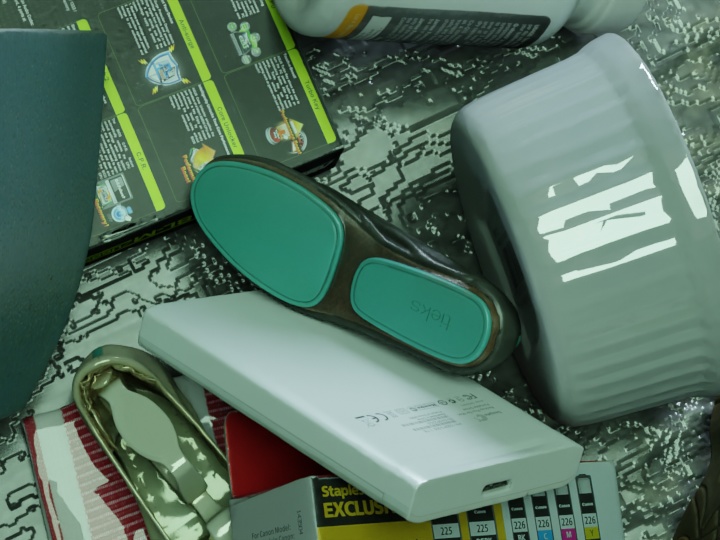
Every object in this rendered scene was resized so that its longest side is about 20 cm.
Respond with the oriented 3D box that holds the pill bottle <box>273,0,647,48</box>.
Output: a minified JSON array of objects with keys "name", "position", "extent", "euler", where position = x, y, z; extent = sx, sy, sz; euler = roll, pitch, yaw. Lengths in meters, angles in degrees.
[{"name":"pill bottle","position":[0.056,-0.182,1.431],"extent":[0.199,0.116,0.117],"euler":[1,77,-25]}]

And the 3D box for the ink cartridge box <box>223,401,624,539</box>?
[{"name":"ink cartridge box","position":[0.037,0.149,1.342],"extent":[0.199,0.084,0.177],"euler":[-1,78,-36]}]

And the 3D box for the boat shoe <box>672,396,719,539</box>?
[{"name":"boat shoe","position":[0.219,0.135,1.422],"extent":[0.067,0.072,0.202],"euler":[21,80,-19]}]

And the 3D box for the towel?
[{"name":"towel","position":[-0.070,0.124,1.404],"extent":[0.198,0.023,0.145],"euler":[-13,79,-12]}]

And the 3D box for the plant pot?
[{"name":"plant pot","position":[-0.241,-0.018,1.306],"extent":[0.194,0.196,0.202],"euler":[-1,95,12]}]

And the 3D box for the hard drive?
[{"name":"hard drive","position":[-0.001,0.064,1.334],"extent":[0.131,0.199,0.026],"euler":[-8,119,-47]}]

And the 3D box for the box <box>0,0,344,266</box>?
[{"name":"box","position":[-0.135,-0.117,1.436],"extent":[0.192,0.048,0.201],"euler":[-22,81,-16]}]

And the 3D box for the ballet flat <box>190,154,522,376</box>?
[{"name":"ballet flat","position":[0.000,0.000,1.383],"extent":[0.199,0.068,0.068],"euler":[31,104,21]}]

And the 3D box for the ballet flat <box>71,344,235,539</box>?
[{"name":"ballet flat","position":[-0.085,0.122,1.358],"extent":[0.069,0.070,0.200],"euler":[-37,82,-15]}]

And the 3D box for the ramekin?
[{"name":"ramekin","position":[0.120,-0.015,1.380],"extent":[0.097,0.201,0.202],"euler":[-19,81,-5]}]
